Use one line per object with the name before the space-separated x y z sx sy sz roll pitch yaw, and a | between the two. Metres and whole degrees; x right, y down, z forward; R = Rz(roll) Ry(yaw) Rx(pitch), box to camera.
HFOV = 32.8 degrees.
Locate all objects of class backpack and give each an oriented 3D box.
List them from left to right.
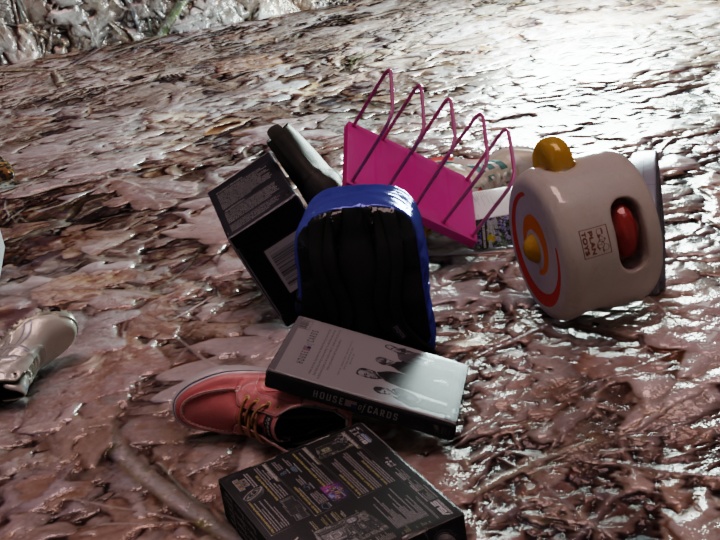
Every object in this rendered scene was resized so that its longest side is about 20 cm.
backpack | 0.000 0.000 1.412 0.160 0.202 0.168 -8 23 3

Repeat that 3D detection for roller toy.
roller toy | 0.255 -0.042 1.432 0.138 0.201 0.184 -15 51 -12

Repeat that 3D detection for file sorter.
file sorter | 0.092 -0.153 1.605 0.198 0.126 0.140 23 37 -18

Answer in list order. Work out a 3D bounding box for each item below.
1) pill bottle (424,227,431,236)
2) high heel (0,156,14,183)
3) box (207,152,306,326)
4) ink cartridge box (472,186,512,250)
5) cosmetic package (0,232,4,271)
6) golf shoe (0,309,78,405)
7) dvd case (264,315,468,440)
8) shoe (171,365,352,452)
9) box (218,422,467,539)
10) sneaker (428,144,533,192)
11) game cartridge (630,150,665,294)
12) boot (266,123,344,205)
pill bottle | 0.040 -0.072 1.676 0.111 0.114 0.200 2 25 24
high heel | -0.718 -0.236 2.286 0.198 0.144 0.071 13 31 42
box | -0.109 -0.045 1.594 0.104 0.149 0.200 -33 24 -1
ink cartridge box | 0.250 -0.083 1.706 0.197 0.051 0.109 -8 23 0
cosmetic package | -0.585 -0.038 1.838 0.070 0.103 0.200 -13 23 -8
golf shoe | -0.412 0.122 1.471 0.199 0.079 0.097 -32 49 -32
dvd case | 0.011 0.109 1.281 0.197 0.025 0.150 15 21 5
shoe | -0.103 0.146 1.274 0.197 0.072 0.091 -3 17 1
box | -0.020 0.221 1.109 0.159 0.044 0.200 -19 25 -23
sneaker | 0.187 -0.129 1.835 0.197 0.071 0.094 -5 41 4
game cartridge | 0.361 -0.072 1.534 0.040 0.135 0.200 -1 24 14
boot | -0.070 -0.140 1.650 0.077 0.139 0.200 -41 5 -4
